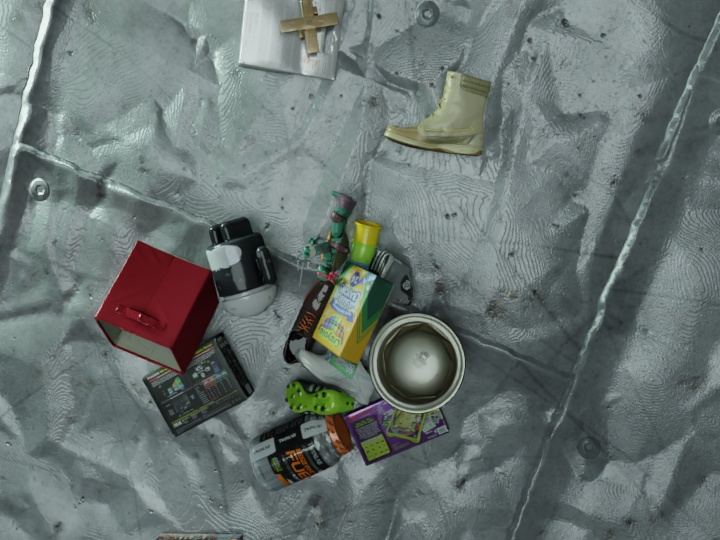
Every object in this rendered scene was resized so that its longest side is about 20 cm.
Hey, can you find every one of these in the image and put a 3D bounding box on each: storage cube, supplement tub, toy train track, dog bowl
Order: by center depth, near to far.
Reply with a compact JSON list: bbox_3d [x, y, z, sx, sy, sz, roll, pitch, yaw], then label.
[{"bbox_3d":[-0.106,-0.529,1.457,0.113,0.033,0.203,-8,95,-1],"label":"toy train track"},{"bbox_3d":[-0.406,0.079,1.505,0.169,0.201,0.182,21,66,5],"label":"storage cube"},{"bbox_3d":[0.118,0.188,1.519,0.197,0.074,0.203,-1,86,11],"label":"dog bowl"},{"bbox_3d":[-0.125,0.376,1.567,0.198,0.123,0.124,-26,94,10],"label":"supplement tub"}]

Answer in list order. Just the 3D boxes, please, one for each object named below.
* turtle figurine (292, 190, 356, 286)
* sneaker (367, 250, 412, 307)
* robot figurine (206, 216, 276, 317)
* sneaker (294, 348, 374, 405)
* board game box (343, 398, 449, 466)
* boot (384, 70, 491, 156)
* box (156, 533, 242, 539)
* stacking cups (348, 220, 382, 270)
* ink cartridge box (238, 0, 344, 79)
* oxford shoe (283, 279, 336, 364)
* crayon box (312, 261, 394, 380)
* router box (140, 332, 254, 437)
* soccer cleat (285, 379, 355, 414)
[{"bbox_3d":[-0.067,-0.055,1.492,0.099,0.150,0.202,21,90,-9],"label":"turtle figurine"},{"bbox_3d":[0.048,0.071,1.508,0.115,0.075,0.202,24,96,-32],"label":"sneaker"},{"bbox_3d":[-0.244,-0.005,1.530,0.123,0.150,0.203,-17,95,-7],"label":"robot figurine"},{"bbox_3d":[-0.049,0.204,1.549,0.199,0.070,0.081,32,87,-23],"label":"sneaker"},{"bbox_3d":[0.077,0.325,1.581,0.198,0.032,0.121,-24,98,9],"label":"board game box"},{"bbox_3d":[0.153,-0.314,1.457,0.197,0.073,0.158,9,100,4],"label":"boot"},{"bbox_3d":[-0.362,0.671,1.682,0.197,0.040,0.139,-2,99,8],"label":"box"},{"bbox_3d":[0.000,0.000,1.537,0.060,0.061,0.203,12,105,6],"label":"stacking cups"},{"bbox_3d":[-0.141,-0.480,1.497,0.197,0.050,0.163,6,99,-12],"label":"ink cartridge box"},{"bbox_3d":[-0.104,0.110,1.551,0.070,0.073,0.202,25,100,3],"label":"oxford shoe"},{"bbox_3d":[-0.023,0.094,1.440,0.051,0.125,0.202,23,91,-32],"label":"crayon box"},{"bbox_3d":[-0.353,0.248,1.609,0.198,0.062,0.151,-28,95,10],"label":"router box"},{"bbox_3d":[-0.089,0.270,1.540,0.080,0.199,0.069,13,82,-35],"label":"soccer cleat"}]
